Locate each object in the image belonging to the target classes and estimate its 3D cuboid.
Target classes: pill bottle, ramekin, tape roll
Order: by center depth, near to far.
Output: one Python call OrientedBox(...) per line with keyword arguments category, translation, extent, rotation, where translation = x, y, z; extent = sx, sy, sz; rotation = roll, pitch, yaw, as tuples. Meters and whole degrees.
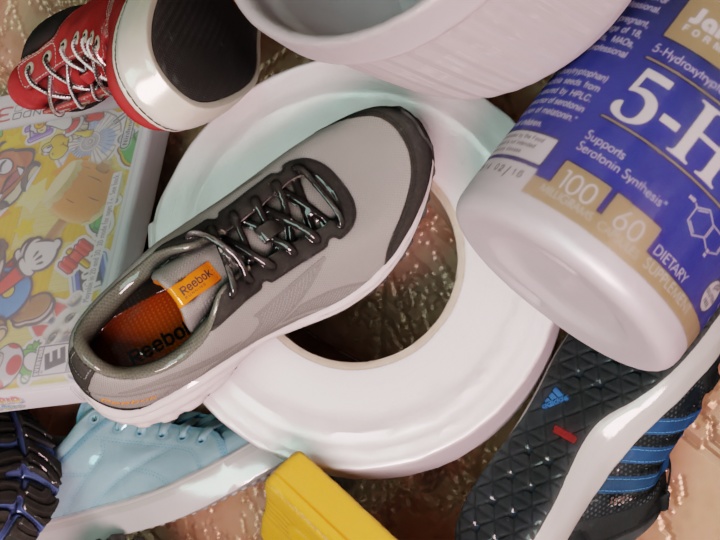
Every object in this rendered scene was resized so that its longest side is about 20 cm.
OrientedBox(category="ramekin", translation=(0.042, -0.170, 0.838), extent=(0.200, 0.105, 0.201), rotation=(-19, 60, 37))
OrientedBox(category="pill bottle", translation=(0.145, -0.068, 0.854), extent=(0.119, 0.120, 0.200), rotation=(34, 79, 17))
OrientedBox(category="tape roll", translation=(0.000, 0.000, 0.945), extent=(0.201, 0.071, 0.204), rotation=(-1, 81, 6))

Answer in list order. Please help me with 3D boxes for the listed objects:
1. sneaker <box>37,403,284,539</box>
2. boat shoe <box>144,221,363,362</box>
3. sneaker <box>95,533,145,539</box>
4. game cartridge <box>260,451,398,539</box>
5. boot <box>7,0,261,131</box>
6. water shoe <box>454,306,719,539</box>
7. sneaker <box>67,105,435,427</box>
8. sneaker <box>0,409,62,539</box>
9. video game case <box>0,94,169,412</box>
OrientedBox(category="sneaker", translation=(-0.116, 0.095, 1.045), extent=(0.199, 0.074, 0.082), rotation=(-20, 91, 24))
OrientedBox(category="boat shoe", translation=(-0.082, 0.017, 1.022), extent=(0.199, 0.076, 0.072), rotation=(22, 102, 19))
OrientedBox(category="sneaker", translation=(-0.085, 0.227, 1.038), extent=(0.200, 0.078, 0.085), rotation=(42, 129, -3))
OrientedBox(category="game cartridge", translation=(0.019, 0.186, 0.941), extent=(0.176, 0.200, 0.032), rotation=(42, 71, 15))
OrientedBox(category="boot", translation=(-0.124, -0.099, 0.962), extent=(0.144, 0.200, 0.073), rotation=(-28, 111, 18))
OrientedBox(category="water shoe", translation=(0.124, 0.080, 0.944), extent=(0.200, 0.079, 0.071), rotation=(-50, 43, -2))
OrientedBox(category="sneaker", translation=(-0.048, -0.003, 0.875), extent=(0.200, 0.079, 0.074), rotation=(-39, 77, -2))
OrientedBox(category="sneaker", translation=(-0.212, 0.098, 1.048), extent=(0.075, 0.200, 0.078), rotation=(28, 119, -26))
OrientedBox(category="video game case", translation=(-0.195, -0.013, 1.032), extent=(0.181, 0.023, 0.201), rotation=(-8, 55, 25))
